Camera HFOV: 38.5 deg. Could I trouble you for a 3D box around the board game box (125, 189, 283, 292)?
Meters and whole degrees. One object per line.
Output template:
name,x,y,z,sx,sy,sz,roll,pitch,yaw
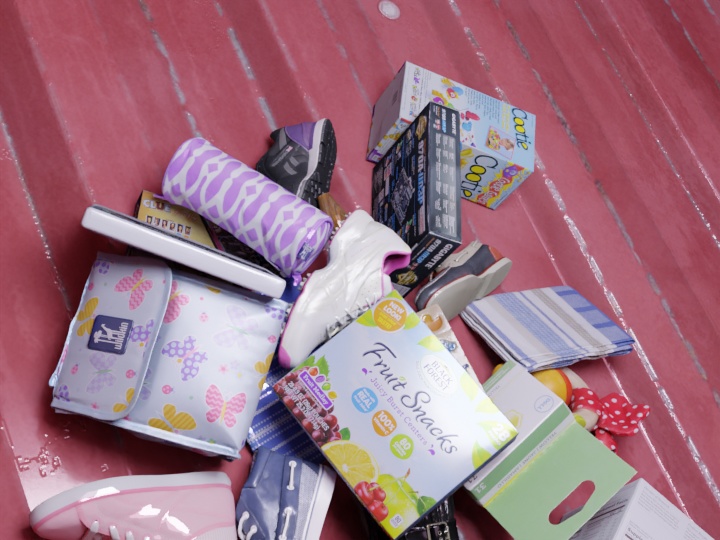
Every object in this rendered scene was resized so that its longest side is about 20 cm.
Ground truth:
board game box,-0.166,-0.003,1.176,0.200,0.035,0.136,16,56,-19

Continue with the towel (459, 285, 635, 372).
towel,0.237,0.073,1.322,0.200,0.024,0.147,-7,37,-33

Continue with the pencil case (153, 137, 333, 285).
pencil case,-0.125,-0.067,1.137,0.200,0.086,0.084,33,16,13

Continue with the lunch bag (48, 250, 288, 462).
lunch bag,-0.193,0.086,1.028,0.200,0.127,0.170,19,75,-6

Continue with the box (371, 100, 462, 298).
box,0.065,-0.083,1.268,0.046,0.159,0.200,16,55,-21

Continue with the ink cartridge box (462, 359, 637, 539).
ink cartridge box,0.177,0.201,1.121,0.146,0.200,0.048,-42,126,-6

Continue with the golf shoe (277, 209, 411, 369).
golf shoe,-0.017,0.028,1.115,0.091,0.075,0.200,27,70,10

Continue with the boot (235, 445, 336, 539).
boot,-0.092,0.278,1.034,0.090,0.073,0.200,20,53,-6

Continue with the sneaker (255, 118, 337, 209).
sneaker,-0.088,-0.102,1.254,0.087,0.076,0.200,-2,45,15

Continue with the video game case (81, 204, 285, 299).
video game case,-0.184,-0.022,1.054,0.200,0.182,0.023,21,89,-13

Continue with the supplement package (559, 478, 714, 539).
supplement package,0.323,0.354,1.150,0.200,0.156,0.111,40,52,-1

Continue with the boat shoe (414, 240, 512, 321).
boat shoe,0.119,0.009,1.283,0.063,0.071,0.200,38,34,19

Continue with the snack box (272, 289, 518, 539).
snack box,0.035,0.149,1.072,0.169,0.068,0.200,-37,75,-9

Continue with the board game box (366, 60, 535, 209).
board game box,0.123,-0.179,1.390,0.200,0.103,0.105,20,55,-16

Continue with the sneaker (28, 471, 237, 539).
sneaker,-0.206,0.254,0.977,0.200,0.075,0.105,1,57,-32

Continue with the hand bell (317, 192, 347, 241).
hand bell,0.000,0.000,1.200,0.104,0.104,0.200,-20,82,-35

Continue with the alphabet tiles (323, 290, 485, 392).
alphabet tiles,0.040,0.127,1.118,0.166,0.006,0.200,-25,73,-6

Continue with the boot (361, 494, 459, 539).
boot,0.105,0.300,1.115,0.211,0.079,0.158,7,60,-24

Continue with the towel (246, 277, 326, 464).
towel,-0.081,0.119,1.129,0.145,0.024,0.200,-28,87,-27

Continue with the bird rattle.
bird rattle,0.250,0.161,1.266,0.200,0.113,0.163,-13,52,-36
